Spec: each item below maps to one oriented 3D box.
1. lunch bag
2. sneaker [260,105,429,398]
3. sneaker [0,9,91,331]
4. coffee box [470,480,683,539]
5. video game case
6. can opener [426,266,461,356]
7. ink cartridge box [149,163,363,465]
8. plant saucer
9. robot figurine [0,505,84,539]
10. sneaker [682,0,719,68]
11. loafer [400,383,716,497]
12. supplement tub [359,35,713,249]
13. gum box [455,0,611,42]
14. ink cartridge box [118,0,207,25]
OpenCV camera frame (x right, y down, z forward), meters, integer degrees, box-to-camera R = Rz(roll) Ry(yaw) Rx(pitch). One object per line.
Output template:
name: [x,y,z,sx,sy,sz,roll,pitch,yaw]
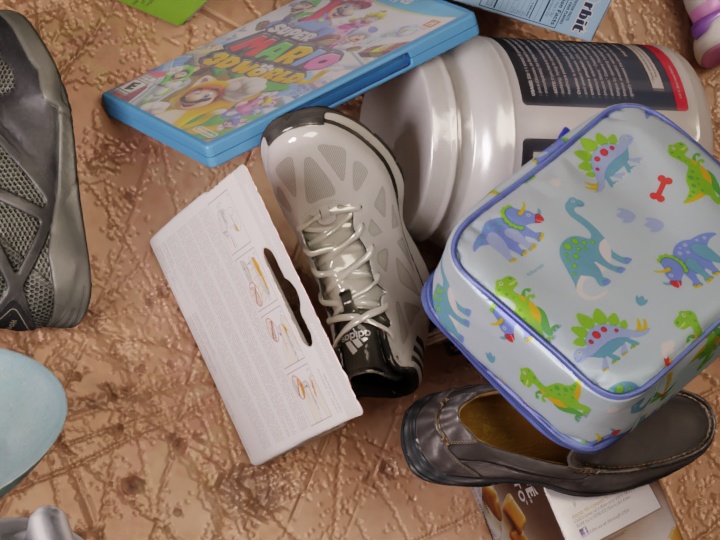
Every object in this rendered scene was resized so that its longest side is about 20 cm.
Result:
lunch bag: [0.145,0.000,1.570,0.161,0.083,0.200,42,55,14]
sneaker: [0.001,0.000,1.593,0.076,0.201,0.115,-18,43,11]
sneaker: [-0.232,-0.061,1.605,0.114,0.076,0.200,-4,83,-30]
coffee box: [0.139,0.163,1.679,0.080,0.114,0.200,-20,86,-23]
video game case: [-0.045,-0.129,1.664,0.200,0.143,0.018,-28,119,-22]
can opener: [0.124,0.011,1.746,0.200,0.053,0.067,-14,83,-26]
ink cartridge box: [-0.050,0.022,1.589,0.050,0.200,0.162,-24,87,-26]
plant saucer: [-0.263,0.106,1.512,0.201,0.201,0.039,-22,122,-25]
robot figurine: [-0.196,0.218,1.495,0.169,0.200,0.113,-3,47,-17]
sneaker: [0.300,-0.220,1.868,0.200,0.080,0.089,-26,80,-25]
loafer: [0.128,0.097,1.591,0.200,0.072,0.073,-5,78,-20]
supplement tub: [0.113,-0.080,1.716,0.200,0.140,0.141,1,76,-22]
gum box: [0.054,-0.233,1.731,0.200,0.045,0.170,16,30,-18]
ink cartridge box: [-0.091,-0.258,1.645,0.076,0.200,0.148,21,69,-16]
